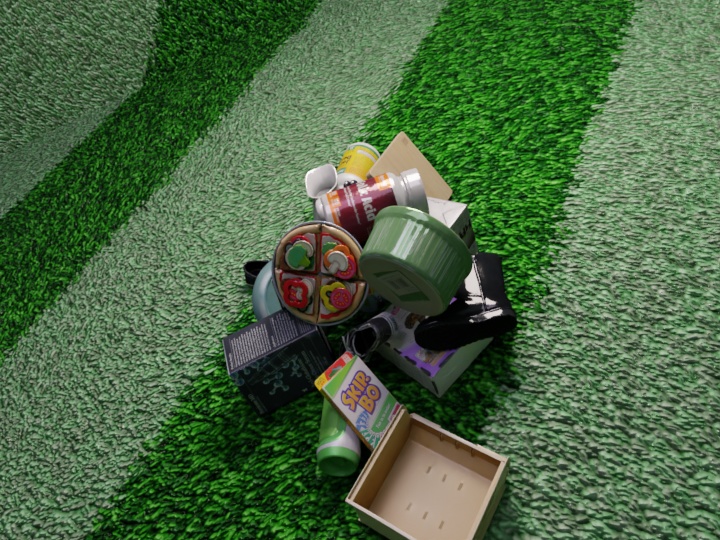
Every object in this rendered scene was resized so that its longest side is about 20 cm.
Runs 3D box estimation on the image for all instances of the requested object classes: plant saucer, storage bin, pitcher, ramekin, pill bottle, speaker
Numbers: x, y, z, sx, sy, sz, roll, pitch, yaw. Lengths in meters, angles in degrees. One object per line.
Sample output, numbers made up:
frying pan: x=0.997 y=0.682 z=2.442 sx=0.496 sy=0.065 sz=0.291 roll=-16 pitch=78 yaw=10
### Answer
plant saucer: x=-0.139 y=0.063 z=1.391 sx=0.201 sy=0.201 sz=0.027 roll=-48 pitch=12 yaw=-25
storage bin: x=0.115 y=0.345 z=1.014 sx=0.196 sy=0.095 sz=0.200 roll=19 pitch=57 yaw=28
pitcher: x=-0.065 y=-0.123 z=1.530 sx=0.118 sy=0.203 sz=0.174 roll=-13 pitch=42 yaw=13
ramekin: x=0.091 y=-0.009 z=1.122 sx=0.196 sy=0.201 sz=0.099 roll=15 pitch=61 yaw=37
pill bottle: x=0.029 y=-0.121 z=1.234 sx=0.195 sy=0.116 sz=0.115 roll=-19 pitch=41 yaw=0
pill bottle: x=-0.018 y=-0.236 z=1.690 sx=0.110 sy=0.114 sz=0.203 roll=-1 pitch=47 yaw=25
speaker: x=-0.034 y=0.274 z=1.192 sx=0.086 sy=0.090 sz=0.203 roll=-11 pitch=43 yaw=16

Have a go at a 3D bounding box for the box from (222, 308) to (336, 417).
box: x=-0.161 y=0.178 z=1.306 sx=0.196 sy=0.150 sz=0.108 roll=-26 pitch=40 yaw=-1

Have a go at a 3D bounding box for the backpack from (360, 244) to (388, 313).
backpack: x=0.000 y=0.000 z=1.364 sx=0.179 sy=0.201 sz=0.150 roll=24 pitch=74 yaw=13

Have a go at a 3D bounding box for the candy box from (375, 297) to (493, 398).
candy box: x=0.135 y=0.127 z=1.269 sx=0.167 sy=0.072 sz=0.198 roll=-42 pitch=44 yaw=-18

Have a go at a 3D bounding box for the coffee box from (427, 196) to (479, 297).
coffee box: x=0.178 y=-0.045 z=1.326 sx=0.112 sy=0.203 sz=0.080 roll=17 pitch=54 yaw=39

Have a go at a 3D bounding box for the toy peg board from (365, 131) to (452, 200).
toy peg board: x=0.099 y=-0.191 z=1.545 sx=0.097 sy=0.200 sz=0.200 roll=-30 pitch=18 yaw=45

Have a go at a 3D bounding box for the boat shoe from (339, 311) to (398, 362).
boat shoe: x=-0.001 y=0.146 z=1.249 sx=0.067 sy=0.075 sz=0.198 roll=-24 pitch=-6 yaw=-38

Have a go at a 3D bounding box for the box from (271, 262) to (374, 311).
box: x=-0.070 y=0.022 z=1.245 sx=0.194 sy=0.077 sz=0.050 roll=-10 pitch=24 yaw=15

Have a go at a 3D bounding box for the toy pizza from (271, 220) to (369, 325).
toy pizza: x=-0.079 y=0.010 z=1.194 sx=0.195 sy=0.206 sz=0.032 roll=-10 pitch=13 yaw=16

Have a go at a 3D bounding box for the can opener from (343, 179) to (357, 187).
can opener: x=0.007 y=-0.118 z=1.504 sx=0.063 sy=0.204 sz=0.078 roll=-12 pitch=19 yaw=48

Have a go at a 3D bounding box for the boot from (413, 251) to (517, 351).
boot: x=0.187 y=0.054 z=1.205 sx=0.194 sy=0.077 sz=0.171 roll=-14 pitch=45 yaw=6

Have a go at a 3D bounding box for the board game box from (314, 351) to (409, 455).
board game box: x=0.013 y=0.246 z=1.146 sx=0.095 sy=0.030 sz=0.200 roll=-38 pitch=78 yaw=-29

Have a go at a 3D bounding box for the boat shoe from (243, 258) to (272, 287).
boat shoe: x=-0.211 y=0.010 z=1.574 sx=0.195 sy=0.063 sz=0.075 roll=5 pitch=47 yaw=29
